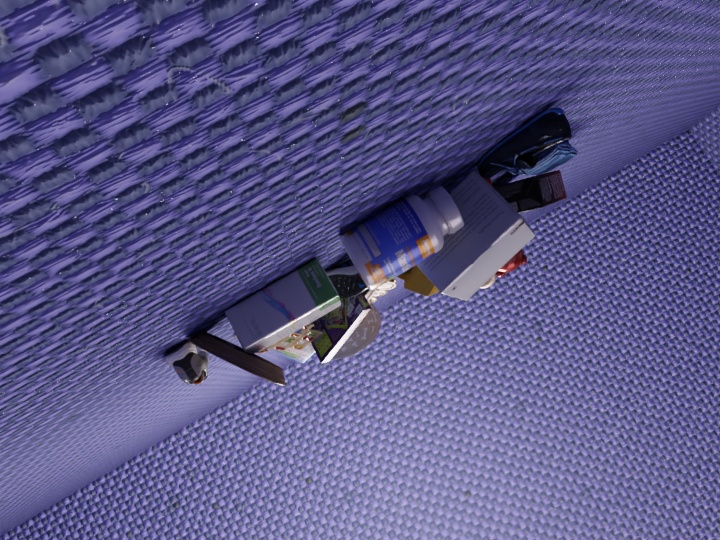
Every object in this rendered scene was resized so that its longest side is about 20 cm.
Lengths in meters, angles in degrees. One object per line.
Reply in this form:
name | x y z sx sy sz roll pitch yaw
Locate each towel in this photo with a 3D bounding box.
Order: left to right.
towel | 0.408 -0.248 1.565 0.111 0.049 0.200 -34 172 27

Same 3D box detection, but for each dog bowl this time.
dog bowl | -0.049 0.132 1.818 0.199 0.059 0.201 -15 -141 12

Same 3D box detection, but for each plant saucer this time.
plant saucer | -0.227 0.163 1.338 0.200 0.199 0.030 82 33 -82

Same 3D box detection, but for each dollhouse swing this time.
dollhouse swing | 0.160 -0.051 1.644 0.200 0.176 0.182 -20 146 -54

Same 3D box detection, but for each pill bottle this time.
pill bottle | 0.075 -0.061 1.231 0.199 0.113 0.112 -30 173 -1

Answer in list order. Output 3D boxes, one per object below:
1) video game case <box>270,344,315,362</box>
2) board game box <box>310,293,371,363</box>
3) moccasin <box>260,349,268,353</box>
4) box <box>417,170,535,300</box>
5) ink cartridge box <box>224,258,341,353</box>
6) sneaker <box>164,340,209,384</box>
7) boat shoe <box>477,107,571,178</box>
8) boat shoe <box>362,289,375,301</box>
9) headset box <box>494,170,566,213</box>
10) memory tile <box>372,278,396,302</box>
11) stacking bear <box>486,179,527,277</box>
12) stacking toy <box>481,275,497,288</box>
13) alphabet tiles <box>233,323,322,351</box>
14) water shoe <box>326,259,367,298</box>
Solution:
video game case | -0.125 0.136 1.694 0.200 0.018 0.143 -43 133 19
board game box | -0.058 0.099 1.570 0.032 0.120 0.200 -8 146 -44
moccasin | -0.186 0.145 1.746 0.200 0.074 0.078 -22 -178 5
box | 0.210 -0.059 1.357 0.199 0.131 0.200 -44 160 11
ink cartridge box | -0.143 0.071 1.341 0.199 0.088 0.145 -32 172 -5
sneaker | -0.336 0.193 1.410 0.074 0.080 0.200 -31 174 -7
boat shoe | 0.285 -0.208 1.255 0.084 0.069 0.200 -25 173 -36
boat shoe | -0.014 0.056 1.594 0.073 0.076 0.200 -2 152 -41
headset box | 0.396 -0.182 1.700 0.148 0.076 0.200 -13 -176 35
memory tile | -0.018 0.051 1.680 0.152 0.017 0.200 9 153 -24
stacking bear | 0.276 -0.087 1.513 0.121 0.201 0.114 -31 173 5
stacking toy | 0.312 -0.042 1.630 0.200 0.086 0.085 -40 -179 -43
alphabet tiles | -0.184 0.142 1.576 0.165 0.006 0.200 13 153 -21
water shoe | 0.000 0.000 1.477 0.199 0.072 0.079 -16 -149 29
